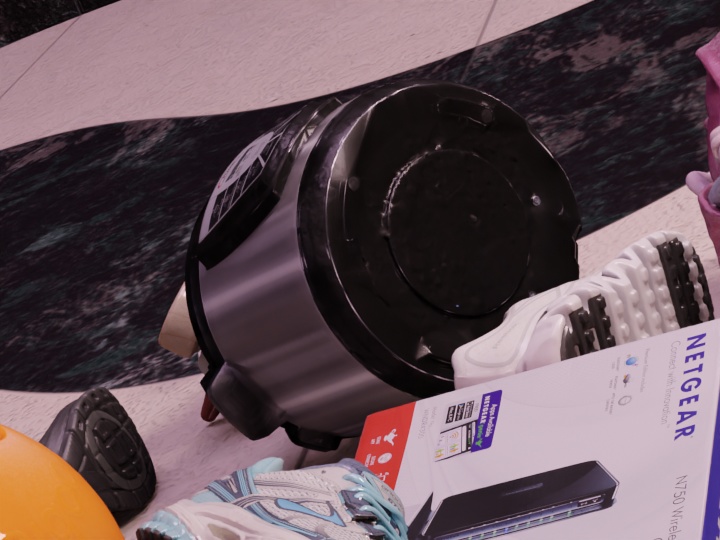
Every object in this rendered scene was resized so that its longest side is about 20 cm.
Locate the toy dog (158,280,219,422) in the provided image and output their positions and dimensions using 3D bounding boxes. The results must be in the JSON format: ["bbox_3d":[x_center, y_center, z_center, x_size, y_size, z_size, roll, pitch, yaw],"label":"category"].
[{"bbox_3d":[-0.055,0.022,1.637,0.200,0.132,0.096,-33,-21,-46],"label":"toy dog"}]

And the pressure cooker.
[{"bbox_3d":[0.001,0.003,1.440,0.175,0.179,0.200,-2,-11,-30],"label":"pressure cooker"}]

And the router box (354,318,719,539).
[{"bbox_3d":[0.074,0.116,1.128,0.179,0.049,0.200,-17,29,22],"label":"router box"}]

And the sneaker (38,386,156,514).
[{"bbox_3d":[-0.181,0.129,1.495,0.091,0.076,0.200,-23,12,24],"label":"sneaker"}]

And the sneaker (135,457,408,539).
[{"bbox_3d":[-0.011,0.112,1.080,0.086,0.078,0.200,-38,28,-25],"label":"sneaker"}]

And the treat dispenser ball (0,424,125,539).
[{"bbox_3d":[-0.191,0.160,1.153,0.200,0.201,0.201,-22,15,6],"label":"treat dispenser ball"}]

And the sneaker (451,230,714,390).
[{"bbox_3d":[0.116,0.029,1.343,0.081,0.075,0.200,-13,4,34],"label":"sneaker"}]

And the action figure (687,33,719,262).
[{"bbox_3d":[0.207,-0.030,1.376,0.200,0.134,0.149,-86,22,-44],"label":"action figure"}]
